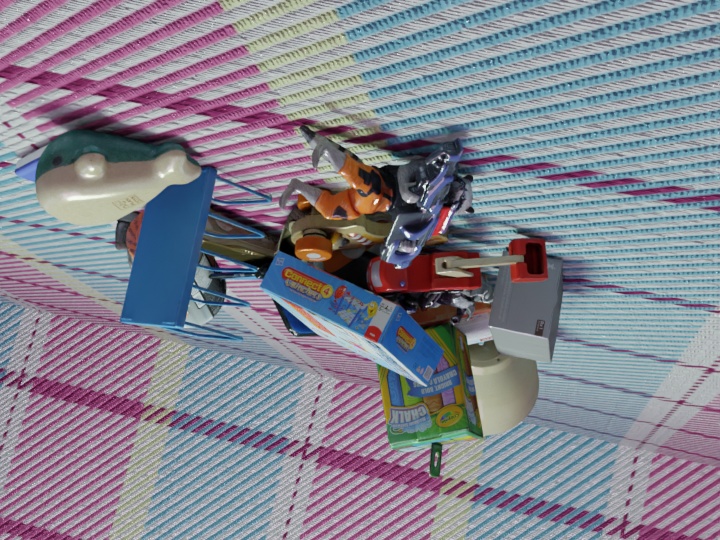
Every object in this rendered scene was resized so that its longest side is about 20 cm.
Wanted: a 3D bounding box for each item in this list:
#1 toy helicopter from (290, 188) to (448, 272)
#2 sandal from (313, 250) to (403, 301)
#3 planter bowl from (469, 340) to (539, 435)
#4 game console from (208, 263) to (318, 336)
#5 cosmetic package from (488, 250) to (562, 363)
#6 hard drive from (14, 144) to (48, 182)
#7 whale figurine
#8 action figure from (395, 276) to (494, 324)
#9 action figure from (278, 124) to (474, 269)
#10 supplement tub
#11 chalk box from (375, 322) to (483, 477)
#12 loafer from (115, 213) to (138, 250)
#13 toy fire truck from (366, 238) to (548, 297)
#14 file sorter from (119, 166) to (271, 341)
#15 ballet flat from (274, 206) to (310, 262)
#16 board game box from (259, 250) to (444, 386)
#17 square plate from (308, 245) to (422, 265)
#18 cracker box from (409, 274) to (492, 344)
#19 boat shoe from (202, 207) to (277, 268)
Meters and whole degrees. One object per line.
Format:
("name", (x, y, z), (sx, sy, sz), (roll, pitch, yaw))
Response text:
("toy helicopter", (0.012, -0.041, 1.442), (0.196, 0.080, 0.133), (0, 161, 3))
("sandal", (0.000, -0.001, 1.567), (0.199, 0.043, 0.077), (11, 128, 58))
("planter bowl", (0.198, 0.147, 1.889), (0.196, 0.202, 0.136), (11, 142, 13))
("game console", (-0.107, 0.049, 1.775), (0.118, 0.173, 0.198), (-40, 157, 30))
("cosmetic package", (0.224, 0.052, 1.539), (0.089, 0.109, 0.200), (10, 166, 15))
("hard drive", (-0.389, -0.134, 1.595), (0.130, 0.026, 0.199), (20, 167, -28))
("whale figurine", (-0.296, -0.127, 1.394), (0.196, 0.106, 0.159), (-14, 161, 11))
("action figure", (0.101, 0.035, 1.584), (0.197, 0.071, 0.130), (-1, 157, 34))
("action figure", (0.034, -0.098, 1.166), (0.190, 0.106, 0.201), (11, 143, -19))
("supplement tub", (-0.285, -0.006, 1.780), (0.120, 0.124, 0.201), (11, 153, 16))
("chalk box", (0.103, 0.194, 1.666), (0.122, 0.204, 0.125), (-13, 166, 13))
("loafer", (-0.323, -0.036, 1.891), (0.071, 0.064, 0.199), (2, 164, 44))
("toy fire truck", (0.115, -0.002, 1.410), (0.196, 0.050, 0.141), (-3, 174, -13))
("file sorter", (-0.208, -0.016, 1.503), (0.121, 0.204, 0.138), (19, 168, -40))
("ballet flat", (-0.088, -0.038, 1.578), (0.068, 0.046, 0.200), (51, 164, 0))
("board game box", (-0.008, 0.066, 1.527), (0.194, 0.057, 0.200), (24, 170, 27))
("square plate", (0.016, -0.014, 1.678), (0.195, 0.029, 0.200), (16, 169, -10))
("cracker box", (0.141, 0.068, 1.736), (0.131, 0.059, 0.200), (-13, 162, 9))
("boat shoe", (-0.178, -0.049, 1.702), (0.199, 0.064, 0.072), (15, 160, -43))
